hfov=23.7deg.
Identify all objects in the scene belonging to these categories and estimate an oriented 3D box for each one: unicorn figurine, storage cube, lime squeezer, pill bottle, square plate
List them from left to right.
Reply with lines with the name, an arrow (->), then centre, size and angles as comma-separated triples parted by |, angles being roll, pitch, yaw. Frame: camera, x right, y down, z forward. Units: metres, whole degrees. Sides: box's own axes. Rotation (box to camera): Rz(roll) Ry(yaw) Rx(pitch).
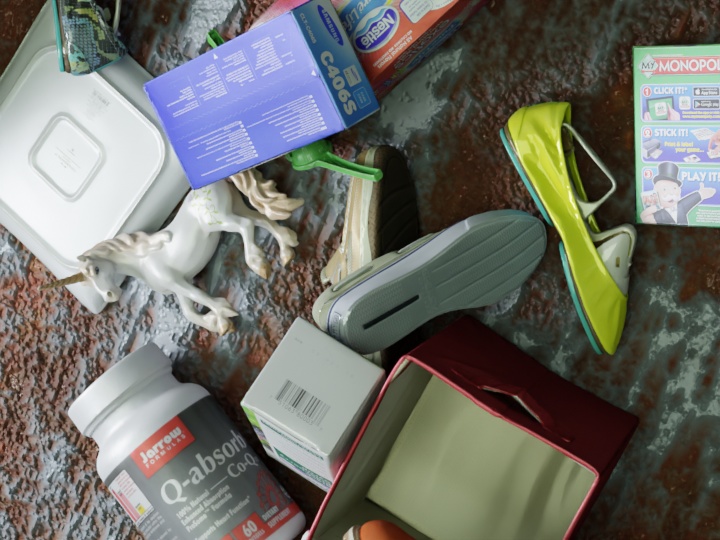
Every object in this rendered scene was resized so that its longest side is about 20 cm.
square plate -> -0.246, -0.099, 1.466 | 0.200, 0.028, 0.199 | 41, 109, 9
pill bottle -> -0.146, 0.168, 1.423 | 0.116, 0.116, 0.201 | -41, 84, 19
unicorn figurine -> -0.145, -0.011, 1.424 | 0.137, 0.074, 0.200 | 41, 87, 6
lime squeezer -> -0.050, -0.115, 1.374 | 0.200, 0.038, 0.071 | 42, 141, 25
storage cube -> 0.088, 0.163, 1.309 | 0.170, 0.180, 0.202 | 30, 107, 12

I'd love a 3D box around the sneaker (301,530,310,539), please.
sneaker -> -0.051, 0.276, 1.367 | 0.081, 0.088, 0.200 | 42, 152, 8

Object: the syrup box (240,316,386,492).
syrup box -> -0.029, 0.112, 1.327 | 0.078, 0.200, 0.082 | 31, 76, 11

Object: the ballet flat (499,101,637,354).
ballet flat -> 0.173, -0.037, 1.313 | 0.066, 0.067, 0.202 | -24, 88, 16

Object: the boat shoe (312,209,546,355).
boat shoe -> 0.052, 0.000, 1.319 | 0.062, 0.198, 0.073 | 30, 137, 52

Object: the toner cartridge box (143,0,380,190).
toner cartridge box -> -0.079, -0.133, 1.307 | 0.199, 0.043, 0.096 | -16, 104, 49

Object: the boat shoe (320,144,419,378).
boat shoe -> 0.000, 0.000, 1.379 | 0.075, 0.071, 0.203 | 5, 98, 34

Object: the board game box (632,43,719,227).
board game box -> 0.290, -0.098, 1.245 | 0.198, 0.029, 0.136 | 5, 99, 40

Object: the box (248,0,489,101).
box -> 0.024, -0.212, 1.320 | 0.200, 0.095, 0.100 | -41, 83, 20

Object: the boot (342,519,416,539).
boot -> 0.085, 0.220, 1.190 | 0.199, 0.075, 0.108 | 36, 104, 1

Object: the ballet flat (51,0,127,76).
ballet flat -> -0.233, -0.262, 1.422 | 0.073, 0.074, 0.203 | -12, 88, 20
